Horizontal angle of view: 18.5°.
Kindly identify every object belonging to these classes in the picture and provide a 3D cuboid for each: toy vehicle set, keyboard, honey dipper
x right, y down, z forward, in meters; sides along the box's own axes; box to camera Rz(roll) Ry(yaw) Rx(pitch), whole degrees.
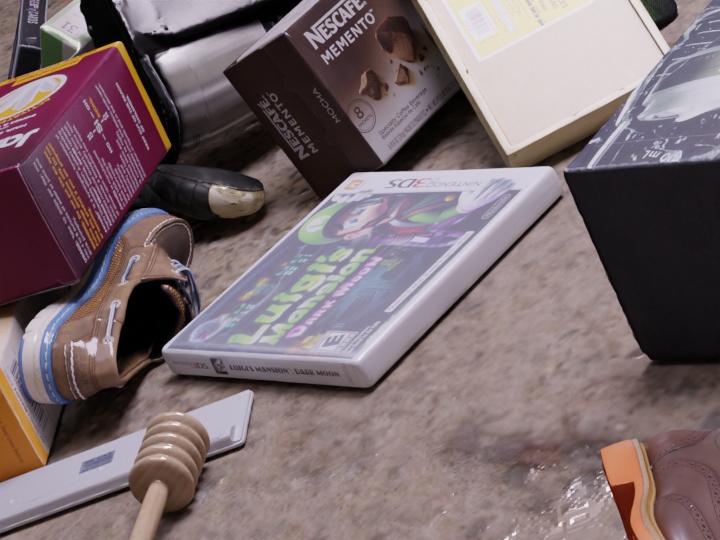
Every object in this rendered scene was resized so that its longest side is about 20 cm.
[{"bbox_3d":[0.106,-0.171,1.427,0.124,0.027,0.201,-26,62,-2],"label":"toy vehicle set"},{"bbox_3d":[-0.154,0.117,1.288,0.199,0.011,0.056,-21,19,14],"label":"keyboard"},{"bbox_3d":[-0.115,0.146,1.154,0.038,0.038,0.200,-18,28,19],"label":"honey dipper"}]

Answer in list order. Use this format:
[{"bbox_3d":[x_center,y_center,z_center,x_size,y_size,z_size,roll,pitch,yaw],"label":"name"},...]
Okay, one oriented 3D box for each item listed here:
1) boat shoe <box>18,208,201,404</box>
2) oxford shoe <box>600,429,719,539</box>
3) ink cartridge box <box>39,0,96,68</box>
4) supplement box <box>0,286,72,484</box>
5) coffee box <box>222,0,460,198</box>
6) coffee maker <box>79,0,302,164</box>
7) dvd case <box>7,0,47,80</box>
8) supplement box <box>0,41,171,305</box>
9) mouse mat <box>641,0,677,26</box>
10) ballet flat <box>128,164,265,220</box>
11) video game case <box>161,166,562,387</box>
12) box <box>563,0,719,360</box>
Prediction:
[{"bbox_3d":[-0.140,0.025,1.397,0.072,0.073,0.200,2,32,21],"label":"boat shoe"},{"bbox_3d":[0.149,0.113,0.897,0.072,0.072,0.200,-20,24,3],"label":"oxford shoe"},{"bbox_3d":[-0.226,-0.124,1.694,0.048,0.146,0.200,31,52,21],"label":"ink cartridge box"},{"bbox_3d":[-0.255,0.067,1.414,0.125,0.074,0.200,-21,24,10],"label":"supplement box"},{"bbox_3d":[0.016,-0.158,1.520,0.200,0.113,0.080,-45,13,-36],"label":"coffee box"},{"bbox_3d":[-0.092,-0.200,1.613,0.199,0.193,0.135,-25,11,-18],"label":"coffee maker"},{"bbox_3d":[-0.276,-0.140,1.793,0.025,0.151,0.200,10,21,-11],"label":"dvd case"},{"bbox_3d":[-0.212,-0.059,1.432,0.110,0.086,0.200,-17,23,22],"label":"supplement box"},{"bbox_3d":[0.101,-0.217,1.506,0.160,0.008,0.200,-24,63,-28],"label":"mouse mat"},{"bbox_3d":[-0.141,-0.046,1.575,0.199,0.057,0.066,1,0,43],"label":"ballet flat"},{"bbox_3d":[0.000,0.000,1.344,0.181,0.023,0.200,0,36,47],"label":"video game case"},{"bbox_3d":[0.243,-0.060,1.089,0.199,0.124,0.197,-3,35,43],"label":"box"}]
